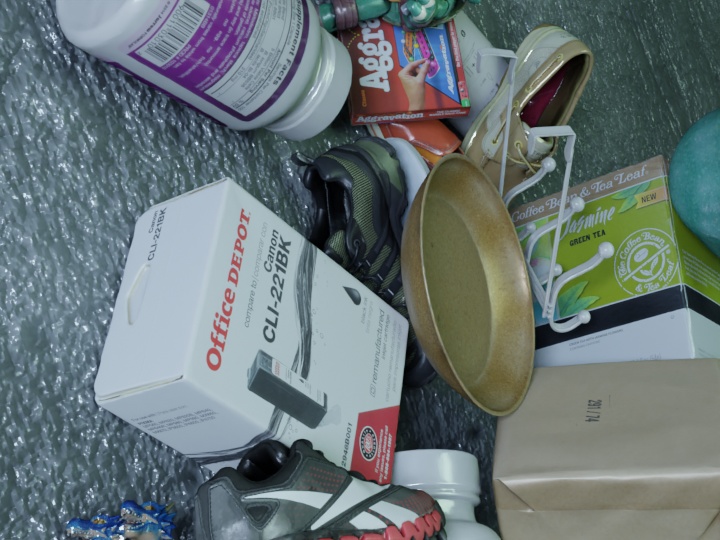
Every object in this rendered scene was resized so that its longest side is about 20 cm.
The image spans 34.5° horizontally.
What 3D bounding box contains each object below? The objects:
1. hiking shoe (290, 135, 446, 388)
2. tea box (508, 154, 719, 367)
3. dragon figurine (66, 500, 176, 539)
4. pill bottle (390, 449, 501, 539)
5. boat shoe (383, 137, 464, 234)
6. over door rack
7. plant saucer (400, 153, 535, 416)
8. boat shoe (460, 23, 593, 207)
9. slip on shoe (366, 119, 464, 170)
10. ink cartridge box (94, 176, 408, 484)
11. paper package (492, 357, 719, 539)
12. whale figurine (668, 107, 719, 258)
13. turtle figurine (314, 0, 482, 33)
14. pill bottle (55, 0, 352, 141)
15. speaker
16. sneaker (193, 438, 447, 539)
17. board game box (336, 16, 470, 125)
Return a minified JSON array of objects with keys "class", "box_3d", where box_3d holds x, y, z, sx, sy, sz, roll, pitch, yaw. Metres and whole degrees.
[{"class":"hiking shoe","box_3d":[0.000,0.000,0.903,0.100,0.075,0.203,-15,85,-39]},{"class":"tea box","box_3d":[0.234,0.030,1.086,0.133,0.198,0.200,23,55,-47]},{"class":"dragon figurine","box_3d":[-0.091,0.206,0.677,0.200,0.058,0.101,39,46,-36]},{"class":"pill bottle","box_3d":[0.045,0.234,0.802,0.119,0.118,0.203,22,57,-47]},{"class":"boat shoe","box_3d":[0.059,-0.016,0.975,0.068,0.073,0.202,-26,93,-63]},{"class":"over door rack","box_3d":[0.156,-0.071,0.971,0.148,0.066,0.202,-112,-172,-52]},{"class":"plant saucer","box_3d":[0.079,0.013,0.891,0.200,0.035,0.203,33,51,-52]},{"class":"boat shoe","box_3d":[0.149,-0.126,1.066,0.073,0.066,0.202,14,105,-35]},{"class":"slip on shoe","box_3d":[0.059,-0.112,1.030,0.202,0.061,0.074,61,38,-13]},{"class":"ink cartridge box","box_3d":[-0.063,0.057,0.762,0.199,0.083,0.146,38,48,-38]},{"class":"paper package","box_3d":[0.198,0.153,0.886,0.200,0.187,0.105,-61,144,-69]},{"class":"whale figurine","box_3d":[0.324,-0.052,1.012,0.201,0.102,0.161,67,25,-49]},{"class":"turtle figurine","box_3d":[0.038,-0.241,0.945,0.101,0.197,0.151,79,6,-52]},{"class":"pill bottle","box_3d":[-0.097,-0.164,0.790,0.199,0.111,0.114,25,55,-47]},{"class":"speaker","box_3d":[0.105,-0.179,1.106,0.199,0.080,0.082,39,46,-38]},{"class":"sneaker","box_3d":[-0.022,0.143,0.688,0.199,0.071,0.099,0,61,-50]},{"class":"board game box","box_3d":[0.028,-0.221,1.000,0.020,0.101,0.203,100,-17,-67]}]
